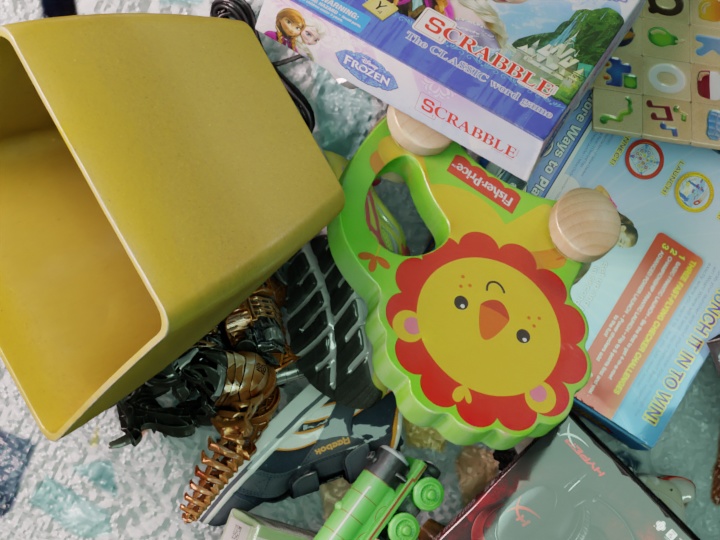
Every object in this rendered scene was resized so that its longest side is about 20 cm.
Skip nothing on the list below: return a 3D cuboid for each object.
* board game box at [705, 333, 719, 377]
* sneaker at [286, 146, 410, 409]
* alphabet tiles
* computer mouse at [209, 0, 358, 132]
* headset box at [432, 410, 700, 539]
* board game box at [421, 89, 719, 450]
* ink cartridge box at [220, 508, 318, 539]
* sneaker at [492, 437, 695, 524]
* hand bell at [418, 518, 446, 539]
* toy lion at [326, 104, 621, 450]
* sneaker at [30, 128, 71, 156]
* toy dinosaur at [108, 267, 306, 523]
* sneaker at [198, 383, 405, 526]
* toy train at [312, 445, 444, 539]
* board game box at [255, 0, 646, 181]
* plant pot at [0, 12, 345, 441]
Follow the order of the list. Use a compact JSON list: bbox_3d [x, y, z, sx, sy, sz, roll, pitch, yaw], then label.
[{"bbox_3d":[0.317,0.118,1.537,0.135,0.028,0.201,-24,94,-41],"label":"board game box"},{"bbox_3d":[0.000,0.000,1.485,0.090,0.078,0.201,10,54,-34],"label":"sneaker"},{"bbox_3d":[0.222,-0.152,1.526,0.199,0.006,0.167,8,56,-5],"label":"alphabet tiles"},{"bbox_3d":[0.006,-0.165,1.532,0.199,0.044,0.110,-22,92,-5],"label":"computer mouse"},{"bbox_3d":[0.115,0.210,1.459,0.200,0.075,0.149,-45,84,4],"label":"headset box"},{"bbox_3d":[0.160,-0.013,1.532,0.196,0.056,0.200,33,82,-5],"label":"board game box"},{"bbox_3d":[-0.051,0.274,1.503,0.145,0.048,0.201,21,89,-32],"label":"ink cartridge box"},{"bbox_3d":[0.173,0.155,1.544,0.093,0.070,0.200,-39,95,-11],"label":"sneaker"},{"bbox_3d":[0.117,0.241,1.542,0.200,0.104,0.104,42,87,9],"label":"hand bell"},{"bbox_3d":[0.063,0.007,1.424,0.200,0.069,0.192,34,61,-4],"label":"toy lion"},{"bbox_3d":[-0.197,-0.044,1.500,0.199,0.074,0.116,4,87,-7],"label":"sneaker"},{"bbox_3d":[-0.098,0.068,1.473,0.135,0.200,0.102,1,119,8],"label":"toy dinosaur"},{"bbox_3d":[-0.022,0.115,1.516,0.200,0.078,0.079,-43,89,-5],"label":"sneaker"},{"bbox_3d":[-0.019,0.198,1.463,0.056,0.042,0.200,40,76,-18],"label":"toy train"},{"bbox_3d":[0.066,-0.174,1.461,0.200,0.041,0.200,29,47,6],"label":"board game box"},{"bbox_3d":[-0.131,-0.045,1.377,0.176,0.200,0.200,-25,80,-35],"label":"plant pot"}]
